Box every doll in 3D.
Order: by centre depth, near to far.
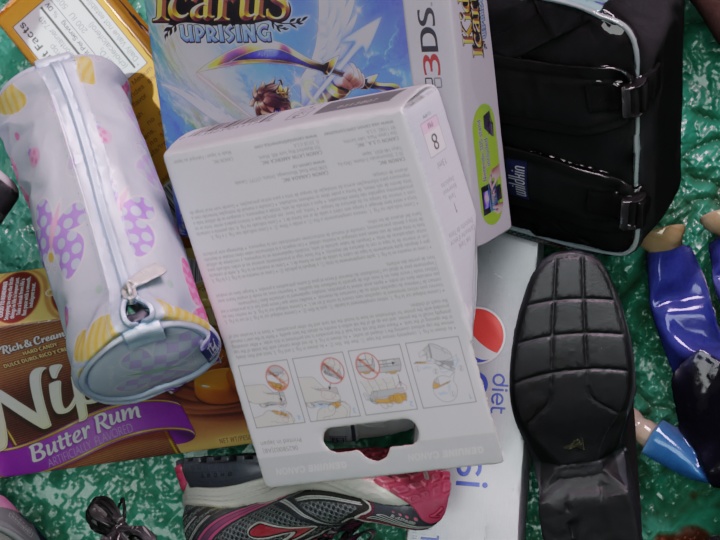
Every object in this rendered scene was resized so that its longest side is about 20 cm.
[{"bbox_3d":[0.214,0.069,1.555,0.136,0.048,0.201,-16,81,6],"label":"doll"}]

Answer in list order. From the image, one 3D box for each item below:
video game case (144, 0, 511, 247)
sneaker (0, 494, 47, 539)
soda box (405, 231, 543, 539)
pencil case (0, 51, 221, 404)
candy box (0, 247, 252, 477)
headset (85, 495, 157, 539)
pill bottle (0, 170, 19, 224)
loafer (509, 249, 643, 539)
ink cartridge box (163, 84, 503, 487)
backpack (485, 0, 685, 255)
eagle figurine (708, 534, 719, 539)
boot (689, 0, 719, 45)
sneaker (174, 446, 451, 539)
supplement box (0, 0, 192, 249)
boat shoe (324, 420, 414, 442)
[{"bbox_3d":[-0.022,-0.107,1.462,0.200,0.045,0.182,2,107,30],"label":"video game case"},{"bbox_3d":[-0.246,0.142,1.562,0.200,0.082,0.070,39,88,-12],"label":"sneaker"},{"bbox_3d":[0.068,0.075,1.566,0.068,0.063,0.201,3,88,7],"label":"soda box"},{"bbox_3d":[-0.144,-0.024,1.482,0.083,0.091,0.200,-24,60,5],"label":"pencil case"},{"bbox_3d":[-0.134,0.051,1.563,0.199,0.057,0.117,-8,128,4],"label":"candy box"},{"bbox_3d":[-0.129,0.219,1.528,0.123,0.094,0.201,-26,123,-30],"label":"headset"},{"bbox_3d":[-0.292,0.006,1.521,0.106,0.106,0.200,34,86,6],"label":"pill bottle"},{"bbox_3d":[0.125,0.079,1.529,0.073,0.072,0.201,-1,107,8],"label":"loafer"},{"bbox_3d":[-0.007,0.010,1.443,0.162,0.057,0.200,-9,109,33],"label":"ink cartridge box"},{"bbox_3d":[0.084,-0.114,1.511,0.199,0.151,0.178,9,127,19],"label":"backpack"},{"bbox_3d":[0.272,0.240,1.525,0.200,0.151,0.152,3,43,34],"label":"eagle figurine"},{"bbox_3d":[0.136,-0.186,1.582,0.166,0.072,0.200,-29,90,18],"label":"boot"},{"bbox_3d":[-0.024,0.140,1.536,0.200,0.080,0.075,-8,85,47],"label":"sneaker"},{"bbox_3d":[-0.129,-0.094,1.593,0.069,0.067,0.200,-38,84,6],"label":"supplement box"},{"bbox_3d":[0.000,0.000,1.579,0.065,0.074,0.201,-5,97,1],"label":"boat shoe"}]
